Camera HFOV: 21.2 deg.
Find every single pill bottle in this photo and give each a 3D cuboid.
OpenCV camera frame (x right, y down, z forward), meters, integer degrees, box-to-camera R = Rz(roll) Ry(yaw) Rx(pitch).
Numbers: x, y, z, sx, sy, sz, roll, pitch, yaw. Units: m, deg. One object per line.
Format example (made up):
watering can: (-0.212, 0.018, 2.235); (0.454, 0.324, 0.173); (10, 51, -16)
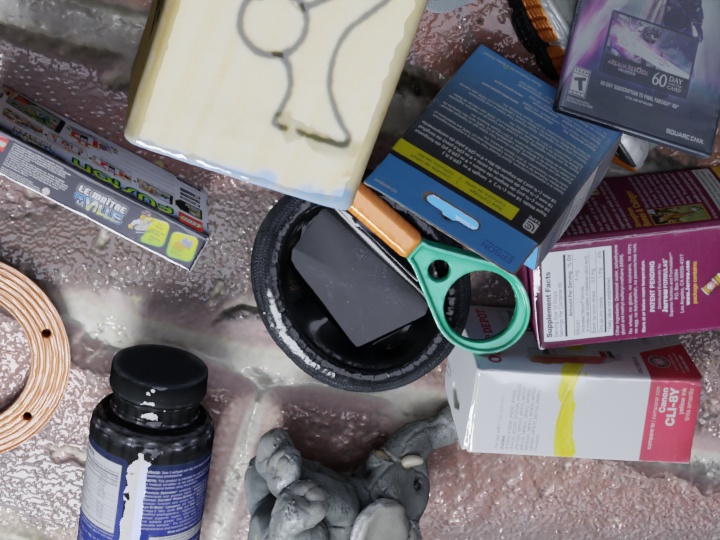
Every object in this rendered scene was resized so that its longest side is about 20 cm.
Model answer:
pill bottle: (-0.188, 0.174, 1.694); (0.111, 0.112, 0.202); (7, 112, -8)

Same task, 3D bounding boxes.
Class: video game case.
video game case: (0.245, -0.208, 1.577); (0.142, 0.019, 0.202); (15, 84, -16)

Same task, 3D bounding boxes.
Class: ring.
ring: (-0.354, 0.075, 1.689); (0.198, 0.019, 0.202); (-2, 113, -6)

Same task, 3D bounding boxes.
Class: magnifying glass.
magnifying glass: (0.059, -0.006, 1.589); (0.200, 0.022, 0.080); (41, 101, -13)

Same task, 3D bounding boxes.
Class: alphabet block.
alphabet block: (-0.067, -0.193, 1.510); (0.194, 0.197, 0.202); (17, 110, -13)

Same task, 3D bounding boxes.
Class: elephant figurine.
elephant figurine: (0.003, 0.214, 1.729); (0.198, 0.143, 0.156); (5, 142, -24)

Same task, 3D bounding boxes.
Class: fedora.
fedora: (0.000, 0.000, 1.650); (0.198, 0.092, 0.203); (-1, 109, -2)

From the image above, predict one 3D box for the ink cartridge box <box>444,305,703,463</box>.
ink cartridge box: (0.182, 0.097, 1.678); (0.198, 0.145, 0.084); (3, 112, -7)

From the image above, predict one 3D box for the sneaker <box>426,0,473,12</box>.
sneaker: (0.127, -0.280, 1.545); (0.198, 0.071, 0.073); (-20, 144, 14)

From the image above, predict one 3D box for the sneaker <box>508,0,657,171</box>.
sneaker: (0.202, -0.187, 1.614); (0.092, 0.076, 0.201); (-39, 109, -12)

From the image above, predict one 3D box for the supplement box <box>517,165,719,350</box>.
supplement box: (0.237, -0.013, 1.647); (0.198, 0.131, 0.104); (-6, 114, -2)

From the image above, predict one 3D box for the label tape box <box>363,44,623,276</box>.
label tape box: (0.104, -0.075, 1.552); (0.143, 0.200, 0.064); (32, 142, 11)

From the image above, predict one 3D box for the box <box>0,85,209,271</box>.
box: (-0.219, -0.077, 1.589); (0.199, 0.110, 0.035); (28, 108, -15)
